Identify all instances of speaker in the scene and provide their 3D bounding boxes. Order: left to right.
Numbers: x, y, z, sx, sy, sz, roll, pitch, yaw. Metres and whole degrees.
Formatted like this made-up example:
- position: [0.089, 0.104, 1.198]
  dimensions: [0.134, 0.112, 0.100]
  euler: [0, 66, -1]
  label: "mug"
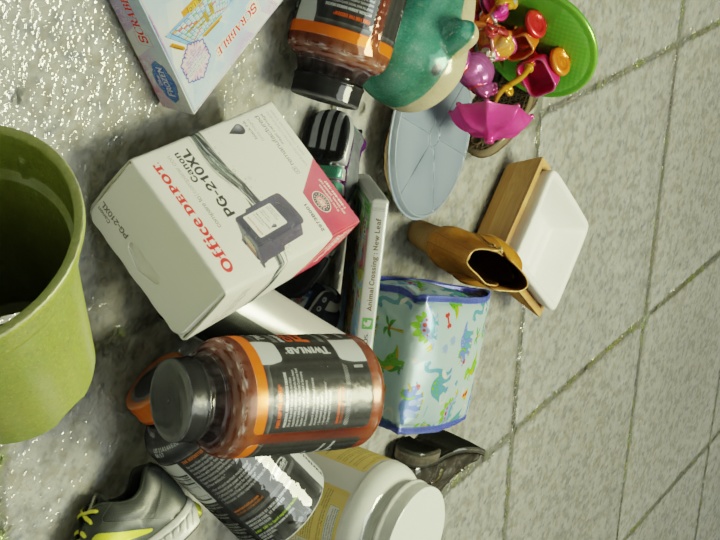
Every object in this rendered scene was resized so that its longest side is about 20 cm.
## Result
- position: [-0.096, 0.056, 1.350]
  dimensions: [0.200, 0.081, 0.082]
  euler: [34, 74, -35]
  label: "speaker"

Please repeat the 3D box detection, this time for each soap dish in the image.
- position: [0.231, -0.046, 1.908]
  dimensions: [0.158, 0.081, 0.200]
  euler: [-66, 149, -13]
  label: "soap dish"

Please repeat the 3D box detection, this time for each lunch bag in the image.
- position: [0.080, 0.100, 1.687]
  dimensions: [0.199, 0.127, 0.171]
  euler: [4, 101, -49]
  label: "lunch bag"

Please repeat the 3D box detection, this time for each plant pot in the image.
- position: [-0.279, 0.028, 1.022]
  dimensions: [0.201, 0.199, 0.185]
  euler: [-55, 157, -28]
  label: "plant pot"

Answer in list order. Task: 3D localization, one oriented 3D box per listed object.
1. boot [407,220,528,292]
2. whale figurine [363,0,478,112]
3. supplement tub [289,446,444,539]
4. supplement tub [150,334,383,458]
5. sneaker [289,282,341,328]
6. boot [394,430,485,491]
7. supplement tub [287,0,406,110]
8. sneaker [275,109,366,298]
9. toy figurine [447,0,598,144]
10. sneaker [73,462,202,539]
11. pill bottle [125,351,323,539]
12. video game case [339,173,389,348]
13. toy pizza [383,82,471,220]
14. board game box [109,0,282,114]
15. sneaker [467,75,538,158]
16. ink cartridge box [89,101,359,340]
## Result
- position: [0.161, -0.001, 1.698]
  dimensions: [0.200, 0.144, 0.071]
  euler: [20, 97, -39]
  label: "boot"
- position: [0.062, -0.268, 1.463]
  dimensions: [0.103, 0.159, 0.201]
  euler: [23, 97, -36]
  label: "whale figurine"
- position: [-0.024, 0.261, 1.521]
  dimensions: [0.145, 0.199, 0.146]
  euler: [-33, 132, -47]
  label: "supplement tub"
- position: [-0.083, 0.111, 1.243]
  dimensions: [0.199, 0.107, 0.108]
  euler: [1, 105, -38]
  label: "supplement tub"
- position: [-0.084, 0.074, 1.457]
  dimensions: [0.200, 0.070, 0.109]
  euler: [-26, 127, -56]
  label: "sneaker"
- position: [0.081, 0.306, 1.861]
  dimensions: [0.199, 0.069, 0.175]
  euler: [1, 106, -51]
  label: "boot"
- position: [-0.009, -0.264, 1.377]
  dimensions: [0.107, 0.106, 0.202]
  euler: [14, 93, -60]
  label: "supplement tub"
- position: [-0.034, -0.064, 1.473]
  dimensions: [0.087, 0.074, 0.201]
  euler: [21, 85, -65]
  label: "sneaker"
- position: [0.161, -0.238, 1.621]
  dimensions: [0.201, 0.150, 0.184]
  euler: [54, 48, -20]
  label: "toy figurine"
- position: [-0.244, 0.257, 1.301]
  dimensions: [0.200, 0.074, 0.085]
  euler: [-39, 102, -29]
  label: "sneaker"
- position: [-0.133, 0.168, 1.339]
  dimensions: [0.200, 0.106, 0.106]
  euler: [48, 60, -24]
  label: "pill bottle"
- position: [0.000, 0.000, 1.485]
  dimensions: [0.200, 0.022, 0.184]
  euler: [-117, -148, -77]
  label: "video game case"
- position: [0.074, -0.160, 1.638]
  dimensions: [0.200, 0.032, 0.202]
  euler: [-34, 130, -52]
  label: "toy pizza"
- position: [-0.140, -0.277, 1.218]
  dimensions: [0.201, 0.041, 0.200]
  euler: [-56, 145, -28]
  label: "board game box"
- position: [0.197, -0.210, 1.782]
  dimensions: [0.201, 0.070, 0.076]
  euler: [-58, 152, -22]
  label: "sneaker"
- position: [-0.119, -0.049, 1.255]
  dimensions: [0.084, 0.145, 0.200]
  euler: [-42, 173, 41]
  label: "ink cartridge box"
